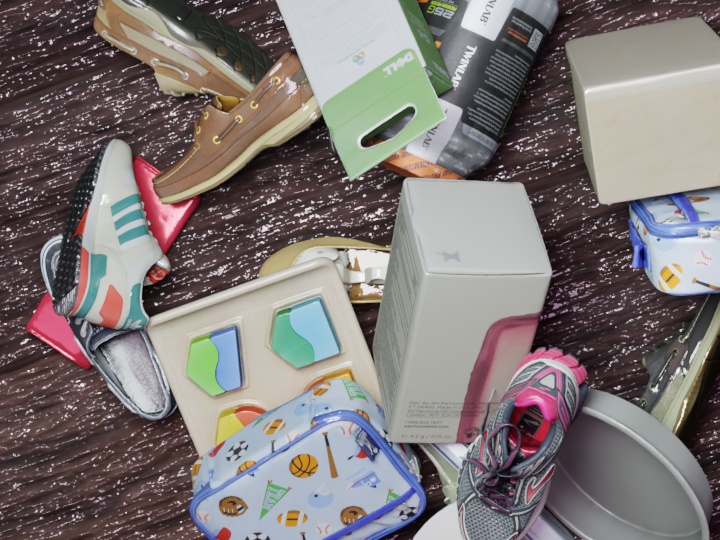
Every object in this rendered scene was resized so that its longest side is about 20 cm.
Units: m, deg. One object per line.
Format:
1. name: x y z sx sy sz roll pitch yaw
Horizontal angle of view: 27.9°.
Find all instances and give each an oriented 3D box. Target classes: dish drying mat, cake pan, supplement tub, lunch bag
1. dish drying mat: -0.238 -0.007 1.398 0.077 0.018 0.200 33 91 4
2. cake pan: 0.222 0.179 1.265 0.200 0.200 0.037 42 60 6
3. supplement tub: 0.087 -0.176 1.315 0.123 0.123 0.200 24 90 7
4. lunch bag: -0.042 0.198 1.310 0.200 0.076 0.160 -29 118 12
5. lunch bag: 0.307 -0.037 1.240 0.160 0.200 0.076 -5 103 4

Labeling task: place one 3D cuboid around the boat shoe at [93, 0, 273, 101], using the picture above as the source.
1. boat shoe: -0.163 -0.204 1.375 0.200 0.076 0.074 36 120 -2

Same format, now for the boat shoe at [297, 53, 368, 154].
1. boat shoe: -0.027 -0.204 1.359 0.065 0.072 0.200 -4 91 21

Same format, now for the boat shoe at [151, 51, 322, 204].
1. boat shoe: -0.117 -0.130 1.330 0.200 0.072 0.068 -31 105 23

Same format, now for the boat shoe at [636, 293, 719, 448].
1. boat shoe: 0.284 0.092 1.309 0.066 0.072 0.201 22 88 27

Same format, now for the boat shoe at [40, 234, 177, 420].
1. boat shoe: -0.236 0.054 1.354 0.072 0.068 0.200 -30 92 0

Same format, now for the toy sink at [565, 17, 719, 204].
1. toy sink: 0.258 -0.141 1.281 0.130 0.200 0.112 -10 110 5

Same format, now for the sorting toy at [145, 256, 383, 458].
1. sorting toy: -0.079 0.105 1.333 0.185 0.036 0.200 -20 107 6

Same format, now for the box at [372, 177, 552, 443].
1. box: 0.082 0.037 1.249 0.109 0.128 0.200 2 131 -10

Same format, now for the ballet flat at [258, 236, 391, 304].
1. ballet flat: 0.000 0.000 1.348 0.200 0.063 0.069 -2 86 6

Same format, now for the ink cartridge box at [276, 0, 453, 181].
1. ink cartridge box: 0.011 -0.178 1.253 0.104 0.059 0.200 -31 65 20

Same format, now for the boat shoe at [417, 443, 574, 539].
1. boat shoe: 0.110 0.206 1.326 0.200 0.072 0.062 45 97 4

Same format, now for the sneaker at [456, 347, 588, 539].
1. sneaker: 0.122 0.157 1.203 0.081 0.075 0.200 23 120 13

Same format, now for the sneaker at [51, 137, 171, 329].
1. sneaker: -0.222 -0.029 1.344 0.093 0.070 0.200 23 48 -24

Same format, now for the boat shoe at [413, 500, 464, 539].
1. boat shoe: 0.073 0.286 1.314 0.072 0.069 0.200 28 104 18
